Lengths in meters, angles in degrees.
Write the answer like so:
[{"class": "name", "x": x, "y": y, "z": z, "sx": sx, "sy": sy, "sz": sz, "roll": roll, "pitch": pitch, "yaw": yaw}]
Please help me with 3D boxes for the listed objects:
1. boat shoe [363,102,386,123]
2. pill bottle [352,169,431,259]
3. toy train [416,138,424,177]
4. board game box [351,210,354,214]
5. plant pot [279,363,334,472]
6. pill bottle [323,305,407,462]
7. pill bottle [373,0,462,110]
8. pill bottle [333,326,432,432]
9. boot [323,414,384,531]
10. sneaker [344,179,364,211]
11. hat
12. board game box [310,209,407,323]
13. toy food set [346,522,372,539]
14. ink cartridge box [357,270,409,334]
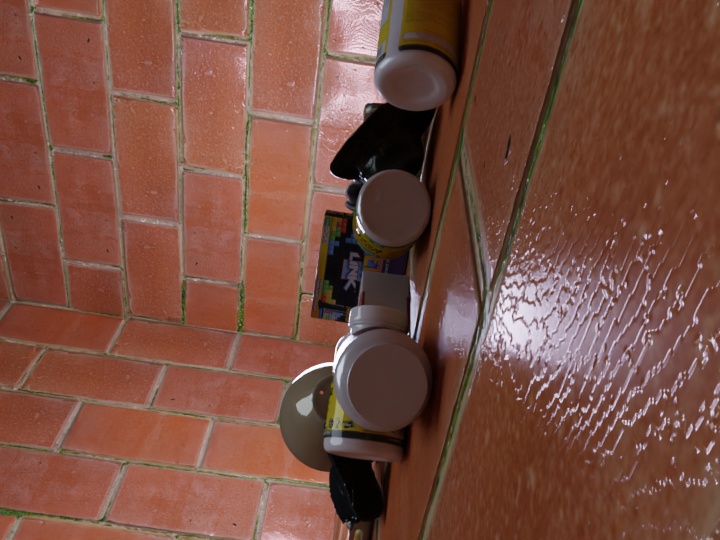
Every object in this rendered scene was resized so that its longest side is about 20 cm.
[{"class": "boat shoe", "x": 0.050, "y": -0.231, "z": 1.284, "sx": 0.200, "sy": 0.075, "sz": 0.075, "roll": 39, "pitch": -123, "yaw": -60}, {"class": "pill bottle", "x": 0.043, "y": -0.079, "z": 1.087, "sx": 0.200, "sy": 0.111, "sz": 0.114, "roll": 115, "pitch": 163, "yaw": -82}, {"class": "toy train", "x": 0.089, "y": -0.175, "z": 1.248, "sx": 0.056, "sy": 0.041, "sz": 0.203, "roll": 55, "pitch": -137, "yaw": -74}, {"class": "board game box", "x": -0.005, "y": -0.037, "z": 1.453, "sx": 0.200, "sy": 0.047, "sz": 0.103, "roll": 90, "pitch": -166, "yaw": -71}, {"class": "plant pot", "x": -0.047, "y": 0.255, "z": 1.270, "sx": 0.135, "sy": 0.197, "sz": 0.203, "roll": 109, "pitch": 169, "yaw": -64}, {"class": "pill bottle", "x": 0.014, "y": 0.157, "z": 0.969, "sx": 0.113, "sy": 0.111, "sz": 0.203, "roll": 103, "pitch": 175, "yaw": -71}, {"class": "pill bottle", "x": 0.081, "y": -0.329, "z": 0.944, "sx": 0.112, "sy": 0.110, "sz": 0.202, "roll": 102, "pitch": 176, "yaw": -66}, {"class": "pill bottle", "x": 0.023, "y": 0.123, "z": 0.807, "sx": 0.200, "sy": 0.111, "sz": 0.115, "roll": 115, "pitch": 163, "yaw": -85}, {"class": "boot", "x": -0.021, "y": 0.329, "z": 1.157, "sx": 0.163, "sy": 0.072, "sz": 0.201, "roll": 121, "pitch": 132, "yaw": -69}, {"class": "sneaker", "x": 0.012, "y": -0.156, "z": 1.351, "sx": 0.200, "sy": 0.113, "sz": 0.076, "roll": 38, "pitch": 115, "yaw": 53}, {"class": "hat", "x": 0.051, "y": -0.181, "z": 1.105, "sx": 0.082, "sy": 0.199, "sz": 0.201, "roll": 61, "pitch": 165, "yaw": 18}, {"class": "board game box", "x": 0.000, "y": 0.000, "z": 1.302, "sx": 0.057, "sy": 0.163, "sz": 0.203, "roll": -82, "pitch": 0, "yaw": -74}, {"class": "toy food set", "x": -0.012, "y": 0.473, "z": 1.328, "sx": 0.200, "sy": 0.060, "sz": 0.146, "roll": -100, "pitch": 18, "yaw": -83}, {"class": "ink cartridge box", "x": 0.028, "y": 0.126, "z": 1.159, "sx": 0.145, "sy": 0.083, "sz": 0.202, "roll": -85, "pitch": 2, "yaw": -58}]
